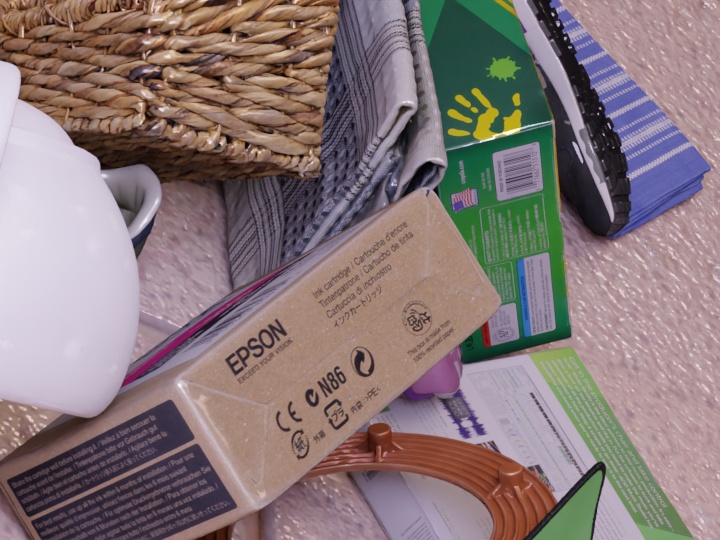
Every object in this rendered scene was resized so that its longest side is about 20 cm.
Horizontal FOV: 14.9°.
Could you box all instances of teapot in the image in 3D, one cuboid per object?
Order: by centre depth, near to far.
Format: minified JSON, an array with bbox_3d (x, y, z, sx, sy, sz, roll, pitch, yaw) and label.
[{"bbox_3d":[-0.180,-0.022,1.209,0.197,0.199,0.147,18,84,-56],"label":"teapot"}]

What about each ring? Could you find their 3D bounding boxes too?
[{"bbox_3d":[0.001,0.122,1.350,0.199,0.019,0.201,-2,25,1],"label":"ring"}]

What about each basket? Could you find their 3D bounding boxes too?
[{"bbox_3d":[-0.113,-0.129,1.421,0.142,0.200,0.150,12,85,-33],"label":"basket"}]

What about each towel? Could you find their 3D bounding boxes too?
[{"bbox_3d":[-0.024,-0.068,1.481,0.034,0.193,0.201,20,39,-28],"label":"towel"},{"bbox_3d":[0.135,-0.112,1.833,0.200,0.024,0.145,48,38,10],"label":"towel"}]

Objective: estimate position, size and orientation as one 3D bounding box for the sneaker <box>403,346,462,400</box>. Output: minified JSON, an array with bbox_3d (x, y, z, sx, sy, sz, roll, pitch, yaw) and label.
[{"bbox_3d":[0.000,0.000,1.528,0.088,0.081,0.201,-14,46,-4],"label":"sneaker"}]

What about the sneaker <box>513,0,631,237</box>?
[{"bbox_3d":[0.102,-0.105,1.752,0.201,0.087,0.076,65,18,4],"label":"sneaker"}]

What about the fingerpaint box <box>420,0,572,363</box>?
[{"bbox_3d":[0.061,-0.075,1.571,0.073,0.200,0.168,-14,54,-2],"label":"fingerpaint box"}]

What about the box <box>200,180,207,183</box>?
[{"bbox_3d":[-0.055,-0.172,1.551,0.041,0.200,0.157,21,40,-23],"label":"box"}]

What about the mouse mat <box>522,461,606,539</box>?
[{"bbox_3d":[0.069,0.203,1.305,0.007,0.201,0.161,19,29,22],"label":"mouse mat"}]

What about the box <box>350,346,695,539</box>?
[{"bbox_3d":[0.085,0.119,1.529,0.199,0.036,0.145,-7,58,-46],"label":"box"}]

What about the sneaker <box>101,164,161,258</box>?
[{"bbox_3d":[-0.185,-0.027,1.371,0.199,0.090,0.067,1,53,-43],"label":"sneaker"}]

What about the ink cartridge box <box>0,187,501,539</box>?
[{"bbox_3d":[-0.053,0.056,1.307,0.200,0.164,0.075,-38,99,-43],"label":"ink cartridge box"}]
